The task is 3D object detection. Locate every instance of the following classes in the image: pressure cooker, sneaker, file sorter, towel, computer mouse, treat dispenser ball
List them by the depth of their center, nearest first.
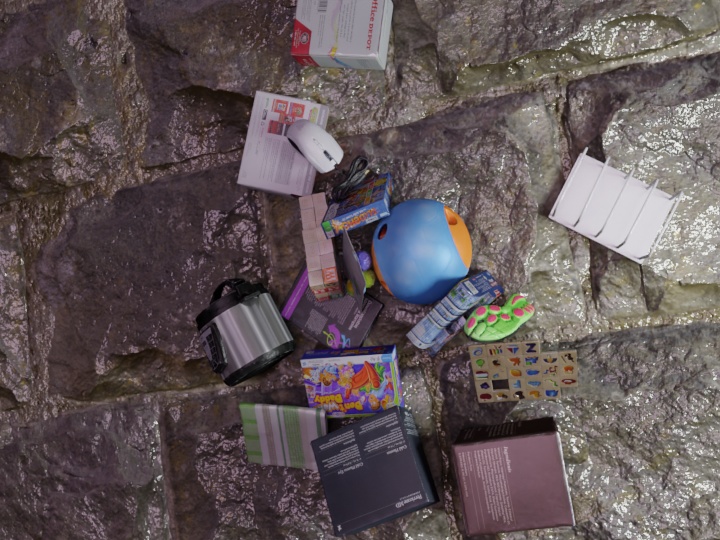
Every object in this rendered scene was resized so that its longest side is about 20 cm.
[{"bbox_3d":[0.473,-0.125,1.256,0.197,0.124,0.141,29,94,15],"label":"file sorter"},{"bbox_3d":[0.262,0.107,1.273,0.077,0.197,0.085,45,127,28],"label":"sneaker"},{"bbox_3d":[0.118,-0.037,1.307,0.195,0.201,0.207,-1,87,15],"label":"treat dispenser ball"},{"bbox_3d":[-0.077,-0.237,1.355,0.200,0.044,0.110,43,82,13],"label":"computer mouse"},{"bbox_3d":[-0.250,0.120,1.413,0.173,0.179,0.203,-29,83,7],"label":"pressure cooker"},{"bbox_3d":[-0.159,0.350,1.432,0.195,0.031,0.153,2,110,17],"label":"towel"}]

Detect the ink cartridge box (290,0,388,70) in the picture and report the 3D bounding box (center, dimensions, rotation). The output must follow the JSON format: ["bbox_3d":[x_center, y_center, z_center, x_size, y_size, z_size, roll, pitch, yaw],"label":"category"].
[{"bbox_3d":[-0.037,-0.514,1.429,0.195,0.083,0.150,8,89,15],"label":"ink cartridge box"}]

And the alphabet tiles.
[{"bbox_3d":[0.314,0.194,1.286,0.195,0.008,0.170,-6,130,14],"label":"alphabet tiles"}]

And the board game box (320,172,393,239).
[{"bbox_3d":[-0.003,-0.134,1.347,0.132,0.201,0.035,-20,110,14],"label":"board game box"}]

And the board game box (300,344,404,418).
[{"bbox_3d":[-0.016,0.231,1.390,0.195,0.045,0.138,-6,106,15],"label":"board game box"}]

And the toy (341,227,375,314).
[{"bbox_3d":[0.000,0.000,1.316,0.046,0.201,0.117,-18,72,-12],"label":"toy"}]

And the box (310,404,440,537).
[{"bbox_3d":[0.027,0.389,1.300,0.196,0.104,0.186,-24,66,12],"label":"box"}]

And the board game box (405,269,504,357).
[{"bbox_3d":[0.172,0.098,1.313,0.062,0.199,0.200,48,113,13],"label":"board game box"}]

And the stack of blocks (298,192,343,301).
[{"bbox_3d":[-0.082,-0.052,1.381,0.057,0.115,0.205,-10,72,2],"label":"stack of blocks"}]

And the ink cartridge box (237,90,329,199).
[{"bbox_3d":[-0.156,-0.264,1.450,0.171,0.084,0.205,13,91,13],"label":"ink cartridge box"}]

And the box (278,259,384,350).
[{"bbox_3d":[-0.064,0.082,1.436,0.198,0.036,0.145,33,95,15],"label":"box"}]

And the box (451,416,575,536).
[{"bbox_3d":[0.286,0.383,1.262,0.195,0.166,0.169,-11,84,15],"label":"box"}]
